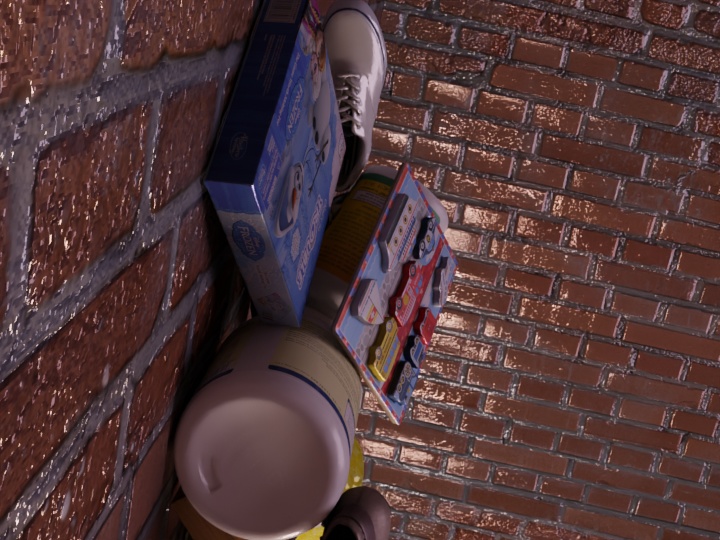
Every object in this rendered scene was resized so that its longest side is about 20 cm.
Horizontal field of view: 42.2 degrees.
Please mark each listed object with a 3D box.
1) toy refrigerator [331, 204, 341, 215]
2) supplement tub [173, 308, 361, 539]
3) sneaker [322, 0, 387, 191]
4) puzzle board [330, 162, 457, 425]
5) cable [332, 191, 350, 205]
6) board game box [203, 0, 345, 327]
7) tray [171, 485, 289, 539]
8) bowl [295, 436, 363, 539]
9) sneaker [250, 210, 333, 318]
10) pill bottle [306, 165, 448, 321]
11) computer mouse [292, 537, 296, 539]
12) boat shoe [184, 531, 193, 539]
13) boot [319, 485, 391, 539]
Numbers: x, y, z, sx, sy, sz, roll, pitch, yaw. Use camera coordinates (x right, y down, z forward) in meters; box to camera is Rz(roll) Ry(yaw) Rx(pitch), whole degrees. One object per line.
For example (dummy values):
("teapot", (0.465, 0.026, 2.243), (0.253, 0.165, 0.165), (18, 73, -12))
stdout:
("toy refrigerator", (-0.035, -0.035, 1.143), (0.199, 0.069, 0.077), (2, -101, 61))
("supplement tub", (-0.072, 0.123, 0.819), (0.200, 0.142, 0.148), (-74, 176, -72))
("sneaker", (-0.010, -0.171, 0.949), (0.071, 0.071, 0.203), (-85, 175, -50))
("puzzle board", (0.042, 0.022, 0.899), (0.152, 0.017, 0.202), (59, 43, -42))
("cable", (-0.016, -0.022, 1.228), (0.200, 0.050, 0.166), (44, -65, 58))
("board game box", (-0.062, -0.091, 0.780), (0.200, 0.042, 0.203), (79, 20, -57))
("tray", (-0.098, 0.262, 0.854), (0.202, 0.037, 0.099), (63, 12, -13))
("bowl", (-0.103, 0.269, 1.227), (0.108, 0.198, 0.203), (42, 47, -38))
("sneaker", (-0.078, -0.025, 1.035), (0.088, 0.074, 0.204), (61, 35, -71))
("pill bottle", (0.000, 0.000, 0.985), (0.202, 0.112, 0.113), (-58, 173, -16))
("computer mouse", (-0.138, 0.330, 1.071), (0.200, 0.046, 0.142), (-43, 158, -33))
("boat shoe", (-0.140, 0.254, 0.957), (0.073, 0.060, 0.202), (60, 7, -12))
("boot", (-0.017, 0.279, 0.787), (0.146, 0.069, 0.204), (9, 91, -76))
